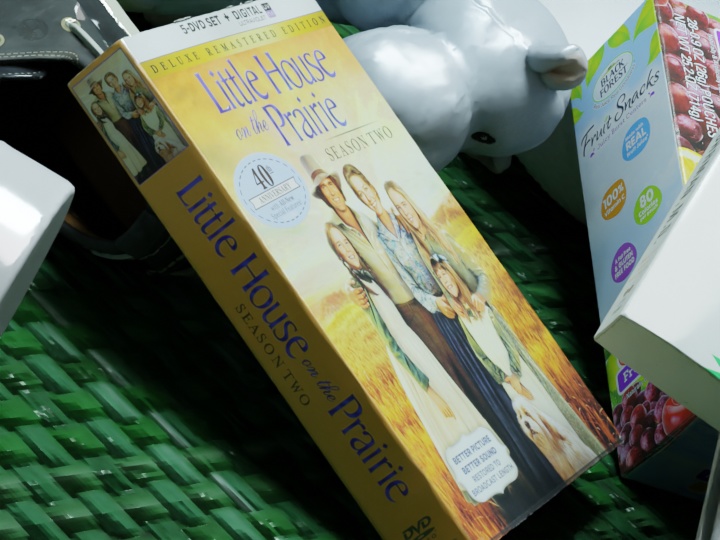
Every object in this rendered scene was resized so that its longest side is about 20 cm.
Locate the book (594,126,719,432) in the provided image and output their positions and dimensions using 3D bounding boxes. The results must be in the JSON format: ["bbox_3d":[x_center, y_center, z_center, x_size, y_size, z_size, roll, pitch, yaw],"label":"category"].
[{"bbox_3d":[0.179,-0.018,0.993,0.134,0.048,0.200,35,63,-5],"label":"book"}]

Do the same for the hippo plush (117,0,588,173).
[{"bbox_3d":[0.009,-0.105,1.192,0.200,0.159,0.161,-28,87,-26],"label":"hippo plush"}]

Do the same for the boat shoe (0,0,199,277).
[{"bbox_3d":[-0.121,-0.073,1.026,0.200,0.072,0.068,44,25,21],"label":"boat shoe"}]

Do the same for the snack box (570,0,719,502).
[{"bbox_3d":[0.174,0.007,1.155,0.169,0.068,0.200,20,47,-26],"label":"snack box"}]

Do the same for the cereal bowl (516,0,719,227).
[{"bbox_3d":[0.127,-0.082,1.295,0.200,0.083,0.200,20,49,-25],"label":"cereal bowl"}]

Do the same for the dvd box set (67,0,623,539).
[{"bbox_3d":[0.000,0.000,0.993,0.200,0.029,0.146,55,26,5],"label":"dvd box set"}]

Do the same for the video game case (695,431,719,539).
[{"bbox_3d":[0.204,0.109,0.987,0.200,0.024,0.182,25,59,-13],"label":"video game case"}]

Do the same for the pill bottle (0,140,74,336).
[{"bbox_3d":[-0.186,-0.034,0.803,0.200,0.120,0.120,29,23,-2],"label":"pill bottle"}]
